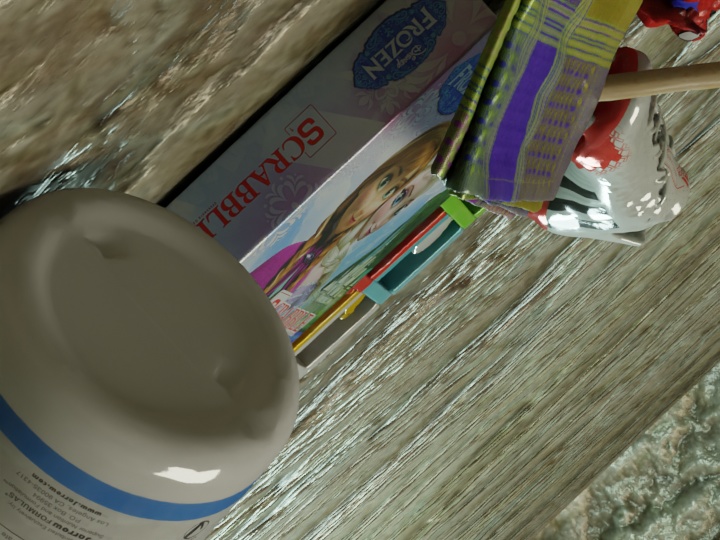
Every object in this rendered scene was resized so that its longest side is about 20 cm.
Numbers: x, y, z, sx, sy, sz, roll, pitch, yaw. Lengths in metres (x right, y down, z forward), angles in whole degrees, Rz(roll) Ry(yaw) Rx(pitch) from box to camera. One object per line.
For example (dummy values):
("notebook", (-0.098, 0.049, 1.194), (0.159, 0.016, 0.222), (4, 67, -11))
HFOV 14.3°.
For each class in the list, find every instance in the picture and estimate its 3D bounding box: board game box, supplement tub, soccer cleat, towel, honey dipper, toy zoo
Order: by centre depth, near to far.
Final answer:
("supplement tub", (-0.124, 0.077, 1.059), (0.132, 0.132, 0.200), (-27, 162, -52))
("towel", (0.082, -0.090, 1.208), (0.144, 0.023, 0.200), (-65, 168, 3))
("board game box", (-0.012, -0.036, 1.236), (0.199, 0.041, 0.200), (-43, 169, 4))
("honey dipper", (0.156, -0.092, 1.354), (0.199, 0.038, 0.038), (-9, 165, -4))
("toy zoo", (0.000, 0.000, 1.475), (0.200, 0.020, 0.131), (-42, 169, 2))
("soccer cleat", (0.138, -0.061, 1.509), (0.200, 0.085, 0.069), (116, -6, -70))

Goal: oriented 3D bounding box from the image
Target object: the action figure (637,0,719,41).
("action figure", (0.169, -0.151, 1.410), (0.065, 0.052, 0.200), (-44, 172, -8))
